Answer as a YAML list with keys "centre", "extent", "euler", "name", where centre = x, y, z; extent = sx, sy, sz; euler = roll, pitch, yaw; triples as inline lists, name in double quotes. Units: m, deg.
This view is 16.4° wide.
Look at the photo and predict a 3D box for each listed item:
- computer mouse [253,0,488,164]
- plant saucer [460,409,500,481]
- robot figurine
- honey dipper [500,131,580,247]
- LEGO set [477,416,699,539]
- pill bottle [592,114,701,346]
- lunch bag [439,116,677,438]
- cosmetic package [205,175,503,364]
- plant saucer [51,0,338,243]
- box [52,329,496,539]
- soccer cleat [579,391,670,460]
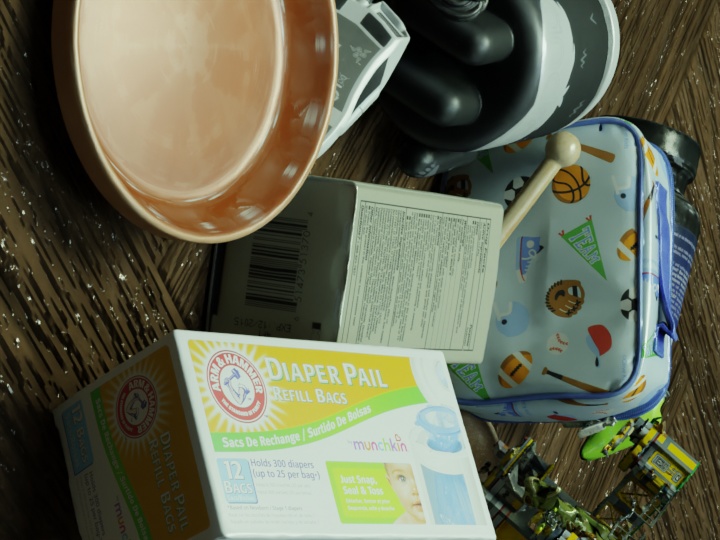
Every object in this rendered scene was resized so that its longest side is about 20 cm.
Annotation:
- centre: [-0.016, -0.125, 1.387]
  extent: [0.200, 0.109, 0.044]
  euler: [-52, 172, -26]
  name: "computer mouse"
- centre: [0.039, 0.185, 1.637]
  extent: [0.200, 0.036, 0.202]
  euler: [-31, 125, -58]
  name: "plant saucer"
- centre: [0.078, -0.138, 1.519]
  extent: [0.200, 0.150, 0.125]
  euler: [-16, 86, -60]
  name: "robot figurine"
- centre: [0.073, -0.005, 1.563]
  extent: [0.200, 0.038, 0.038]
  euler: [-54, 149, -5]
  name: "honey dipper"
- centre: [0.112, 0.156, 1.586]
  extent: [0.200, 0.116, 0.154]
  euler: [-45, 174, -42]
  name: "LEGO set"
- centre: [0.178, -0.002, 1.769]
  extent: [0.112, 0.111, 0.201]
  euler: [37, 66, -61]
  name: "pill bottle"
- centre: [0.128, 0.006, 1.595]
  extent: [0.076, 0.159, 0.201]
  euler: [34, 55, -62]
  name: "lunch bag"
- centre: [0.000, 0.000, 1.442]
  extent: [0.200, 0.087, 0.104]
  euler: [8, 90, -63]
  name: "cosmetic package"
- centre: [-0.084, -0.115, 1.260]
  extent: [0.200, 0.032, 0.202]
  euler: [-5, 97, -51]
  name: "plant saucer"
- centre: [-0.043, 0.104, 1.274]
  extent: [0.199, 0.101, 0.113]
  euler: [6, 61, -46]
  name: "box"
- centre: [0.130, 0.033, 1.674]
  extent: [0.201, 0.081, 0.068]
  euler: [60, 0, 9]
  name: "soccer cleat"
